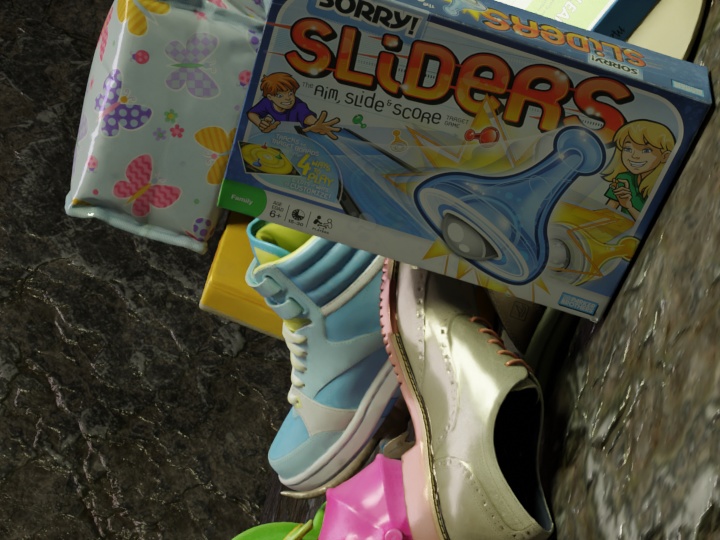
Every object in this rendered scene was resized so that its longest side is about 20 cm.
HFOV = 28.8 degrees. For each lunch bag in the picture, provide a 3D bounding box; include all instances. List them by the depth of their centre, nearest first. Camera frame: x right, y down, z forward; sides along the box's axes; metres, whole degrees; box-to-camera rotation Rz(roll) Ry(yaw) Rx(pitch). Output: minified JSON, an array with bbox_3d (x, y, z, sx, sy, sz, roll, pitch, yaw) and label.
[{"bbox_3d":[-0.125,-0.131,0.977,0.200,0.126,0.171,-110,38,-67],"label":"lunch bag"}]

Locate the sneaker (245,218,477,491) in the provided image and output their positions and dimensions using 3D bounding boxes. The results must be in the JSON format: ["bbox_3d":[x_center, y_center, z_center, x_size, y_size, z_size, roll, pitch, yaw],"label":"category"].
[{"bbox_3d":[-0.032,0.036,0.842,0.201,0.130,0.080,-55,16,24],"label":"sneaker"}]

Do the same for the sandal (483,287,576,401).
[{"bbox_3d":[0.086,0.012,0.769,0.080,0.057,0.203,-106,32,-81],"label":"sandal"}]

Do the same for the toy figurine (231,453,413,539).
[{"bbox_3d":[0.014,0.177,0.885,0.200,0.150,0.184,-44,-5,-46],"label":"toy figurine"}]

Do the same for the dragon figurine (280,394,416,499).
[{"bbox_3d":[0.019,0.096,1.027,0.200,0.059,0.099,-52,10,-9],"label":"dragon figurine"}]

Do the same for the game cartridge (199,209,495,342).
[{"bbox_3d":[0.000,0.000,0.967,0.177,0.199,0.033,-81,13,-55],"label":"game cartridge"}]

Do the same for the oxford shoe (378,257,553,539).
[{"bbox_3d":[0.060,0.052,0.717,0.073,0.071,0.202,-24,64,34],"label":"oxford shoe"}]

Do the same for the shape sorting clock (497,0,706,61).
[{"bbox_3d":[0.079,-0.144,0.712,0.039,0.199,0.202,16,-89,-59],"label":"shape sorting clock"}]

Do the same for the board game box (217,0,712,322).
[{"bbox_3d":[0.044,-0.062,0.655,0.035,0.198,0.136,-79,7,-52],"label":"board game box"}]
